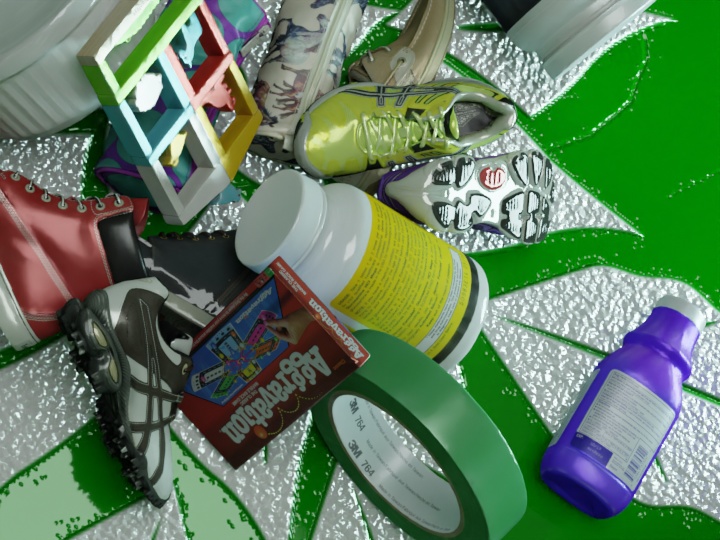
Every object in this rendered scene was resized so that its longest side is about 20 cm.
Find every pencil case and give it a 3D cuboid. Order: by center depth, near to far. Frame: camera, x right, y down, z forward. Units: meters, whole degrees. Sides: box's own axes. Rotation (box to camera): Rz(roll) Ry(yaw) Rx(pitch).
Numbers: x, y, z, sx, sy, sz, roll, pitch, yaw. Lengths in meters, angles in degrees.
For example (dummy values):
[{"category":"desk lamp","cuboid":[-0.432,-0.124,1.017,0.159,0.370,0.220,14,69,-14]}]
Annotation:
[{"category":"pencil case","cuboid":[-0.144,-0.147,1.714,0.092,0.085,0.201,15,69,19]},{"category":"pencil case","cuboid":[-0.043,-0.181,1.756,0.077,0.089,0.202,22,71,-14]}]

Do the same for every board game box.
[{"category":"board game box","cuboid":[-0.081,0.076,1.617,0.103,0.200,0.019,46,47,-2]}]

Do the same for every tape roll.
[{"category":"tape roll","cuboid":[0.043,0.139,1.638,0.048,0.200,0.201,-40,90,-24]}]

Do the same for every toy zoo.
[{"category":"toy zoo","cuboid":[-0.140,-0.130,1.625,0.132,0.020,0.201,-57,136,-34]}]

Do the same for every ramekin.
[{"category":"ramekin","cuboid":[-0.252,-0.192,1.638,0.203,0.201,0.094,-55,130,-22]}]

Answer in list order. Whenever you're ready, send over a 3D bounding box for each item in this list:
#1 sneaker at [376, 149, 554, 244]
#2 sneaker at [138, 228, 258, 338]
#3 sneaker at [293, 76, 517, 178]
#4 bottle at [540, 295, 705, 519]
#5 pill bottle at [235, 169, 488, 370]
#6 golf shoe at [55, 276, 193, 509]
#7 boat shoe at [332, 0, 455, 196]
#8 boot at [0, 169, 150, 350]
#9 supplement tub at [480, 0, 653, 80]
[{"category":"sneaker","cuboid":[0.093,-0.069,1.762,0.199,0.083,0.082,6,92,-47]},{"category":"sneaker","cuboid":[-0.155,-0.009,1.691,0.199,0.075,0.107,34,57,-9]},{"category":"sneaker","cuboid":[0.037,-0.123,1.706,0.198,0.076,0.076,-17,102,-25]},{"category":"bottle","cuboid":[0.232,0.113,1.782,0.083,0.065,0.201,36,68,-7]},{"category":"pill bottle","cuboid":[0.000,0.000,1.677,0.199,0.112,0.113,30,66,-33]},{"category":"golf shoe","cuboid":[-0.161,0.095,1.602,0.094,0.078,0.201,-28,129,-19]},{"category":"boat shoe","cuboid":[0.022,-0.162,1.784,0.065,0.072,0.201,27,74,-11]},{"category":"boot","cuboid":[-0.246,-0.059,1.599,0.143,0.072,0.201,-27,91,-2]},{"category":"supplement tub","cuboid":[0.157,-0.284,1.822,0.140,0.140,0.201,-38,89,-23]}]
